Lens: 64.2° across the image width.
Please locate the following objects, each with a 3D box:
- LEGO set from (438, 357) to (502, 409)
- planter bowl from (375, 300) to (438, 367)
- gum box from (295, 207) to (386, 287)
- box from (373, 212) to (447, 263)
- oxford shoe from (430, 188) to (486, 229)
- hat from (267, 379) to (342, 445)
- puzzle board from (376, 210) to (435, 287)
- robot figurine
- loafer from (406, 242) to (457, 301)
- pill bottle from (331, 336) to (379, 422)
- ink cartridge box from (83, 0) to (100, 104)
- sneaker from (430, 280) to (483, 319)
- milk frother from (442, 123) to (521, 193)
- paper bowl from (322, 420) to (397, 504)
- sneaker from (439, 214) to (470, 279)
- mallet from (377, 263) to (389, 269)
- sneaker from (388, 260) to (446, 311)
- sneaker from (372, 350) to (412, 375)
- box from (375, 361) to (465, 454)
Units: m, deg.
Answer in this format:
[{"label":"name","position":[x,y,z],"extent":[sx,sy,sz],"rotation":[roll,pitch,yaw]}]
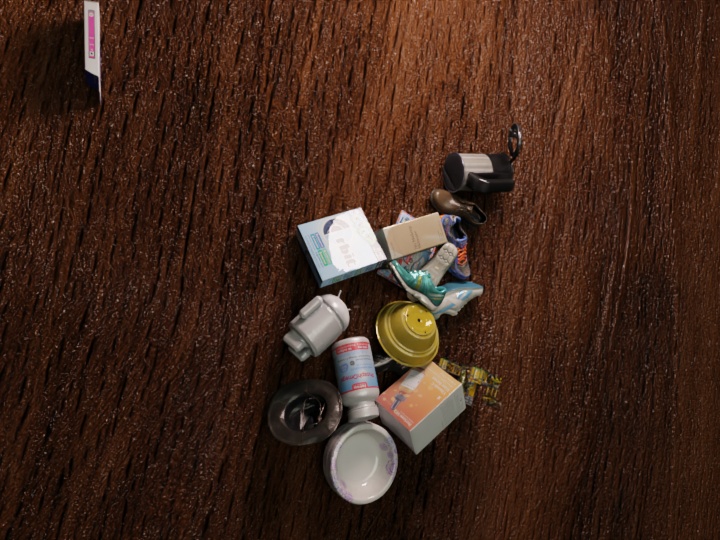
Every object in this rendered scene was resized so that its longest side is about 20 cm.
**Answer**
[{"label":"LEGO set","position":[0.301,0.337,1.642],"extent":[0.152,0.197,0.118],"rotation":[28,77,-41]},{"label":"planter bowl","position":[0.147,0.154,1.583],"extent":[0.196,0.084,0.204],"rotation":[12,54,-17]},{"label":"gum box","position":[-0.052,-0.065,1.539],"extent":[0.196,0.045,0.173],"rotation":[-19,69,-24]},{"label":"box","position":[0.137,-0.090,1.617],"extent":[0.196,0.077,0.097],"rotation":[-19,89,-28]},{"label":"oxford shoe","position":[0.299,-0.193,1.720],"extent":[0.196,0.084,0.074],"rotation":[23,80,-20]},{"label":"hat","position":[-0.138,0.377,1.480],"extent":[0.199,0.200,0.082],"rotation":[-37,145,-21]},{"label":"puzzle board","position":[0.144,-0.051,1.677],"extent":[0.149,0.017,0.204],"rotation":[27,77,-20]},{"label":"robot figurine","position":[-0.107,0.143,1.498],"extent":[0.200,0.112,0.171],"rotation":[-42,142,-20]},{"label":"loafer","position":[0.208,0.008,1.655],"extent":[0.070,0.070,0.200],"rotation":[43,92,8]},{"label":"pill bottle","position":[-0.010,0.286,1.504],"extent":[0.106,0.109,0.205],"rotation":[-3,68,-24]},{"label":"ink cartridge box","position":[-0.614,-0.497,1.317],"extent":[0.036,0.094,0.206],"rotation":[-3,88,-23]},{"label":"sneaker","position":[0.279,0.084,1.706],"extent":[0.196,0.076,0.083],"rotation":[-14,108,-23]},{"label":"milk frother","position":[0.369,-0.331,1.697],"extent":[0.184,0.180,0.206],"rotation":[-5,104,-25]},{"label":"paper bowl","position":[-0.006,0.503,1.526],"extent":[0.196,0.104,0.207],"rotation":[2,85,-24]},{"label":"sneaker","position":[0.284,-0.070,1.702],"extent":[0.074,0.078,0.204],"rotation":[-24,97,-33]},{"label":"mallet","position":[0.000,0.000,1.591],"extent":[0.195,0.041,0.068],"rotation":[7,83,-22]},{"label":"sneaker","position":[0.155,0.028,1.576],"extent":[0.198,0.078,0.080],"rotation":[36,98,-24]},{"label":"sneaker","position":[0.101,0.264,1.609],"extent":[0.196,0.075,0.090],"rotation":[-20,100,-24]},{"label":"box","position":[0.165,0.365,1.571],"extent":[0.198,0.151,0.108],"rotation":[-36,132,-22]}]
